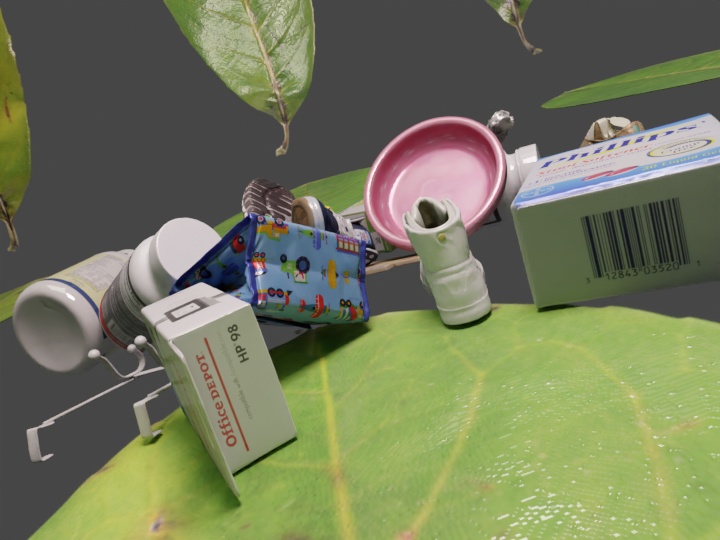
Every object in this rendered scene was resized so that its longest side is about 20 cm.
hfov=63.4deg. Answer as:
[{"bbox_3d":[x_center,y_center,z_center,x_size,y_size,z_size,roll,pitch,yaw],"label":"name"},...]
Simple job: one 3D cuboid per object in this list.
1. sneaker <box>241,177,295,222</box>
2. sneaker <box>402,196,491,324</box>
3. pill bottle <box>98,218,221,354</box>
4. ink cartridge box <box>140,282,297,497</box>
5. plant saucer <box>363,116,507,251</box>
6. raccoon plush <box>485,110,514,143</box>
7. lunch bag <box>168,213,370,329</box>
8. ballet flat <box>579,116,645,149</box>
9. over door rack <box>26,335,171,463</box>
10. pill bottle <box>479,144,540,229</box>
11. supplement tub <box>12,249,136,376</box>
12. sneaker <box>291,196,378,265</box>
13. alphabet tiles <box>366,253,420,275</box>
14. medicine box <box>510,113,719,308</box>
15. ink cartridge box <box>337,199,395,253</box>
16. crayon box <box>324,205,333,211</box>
[{"bbox_3d":[-0.146,-0.039,0.785,0.116,0.075,0.201,-55,17,28],"label":"sneaker"},{"bbox_3d":[0.090,-0.029,0.629,0.073,0.117,0.200,-20,12,4],"label":"sneaker"},{"bbox_3d":[-0.257,0.023,0.765,0.199,0.116,0.116,-37,-1,41],"label":"pill bottle"},{"bbox_3d":[-0.117,0.085,0.480,0.066,0.117,0.199,-24,16,-24],"label":"ink cartridge box"},{"bbox_3d":[0.102,-0.111,0.784,0.198,0.051,0.203,-13,59,23],"label":"plant saucer"},{"bbox_3d":[0.176,-0.187,0.982,0.201,0.096,0.135,-53,35,19],"label":"raccoon plush"},{"bbox_3d":[-0.110,0.021,0.651,0.149,0.096,0.199,11,-21,-40],"label":"lunch bag"},{"bbox_3d":[0.447,-0.240,1.037,0.070,0.066,0.200,-20,14,-3],"label":"ballet flat"},{"bbox_3d":[-0.244,0.114,0.637,0.146,0.067,0.200,-16,15,16],"label":"over door rack"},{"bbox_3d":[0.166,-0.116,0.853,0.197,0.113,0.111,-13,15,22],"label":"pill bottle"},{"bbox_3d":[-0.408,0.056,0.904,0.143,0.147,0.200,-14,15,19],"label":"supplement tub"},{"bbox_3d":[-0.028,-0.046,0.733,0.107,0.071,0.200,-13,-15,-11],"label":"sneaker"},{"bbox_3d":[0.000,0.000,0.788,0.197,0.008,0.167,-13,3,22],"label":"alphabet tiles"},{"bbox_3d":[0.255,-0.061,0.556,0.180,0.104,0.200,-12,17,27],"label":"medicine box"},{"bbox_3d":[0.000,-0.081,1.013,0.198,0.077,0.147,-6,19,38],"label":"ink cartridge box"},{"bbox_3d":[-0.130,-0.020,0.895,0.200,0.059,0.172,-41,20,-9],"label":"crayon box"}]
